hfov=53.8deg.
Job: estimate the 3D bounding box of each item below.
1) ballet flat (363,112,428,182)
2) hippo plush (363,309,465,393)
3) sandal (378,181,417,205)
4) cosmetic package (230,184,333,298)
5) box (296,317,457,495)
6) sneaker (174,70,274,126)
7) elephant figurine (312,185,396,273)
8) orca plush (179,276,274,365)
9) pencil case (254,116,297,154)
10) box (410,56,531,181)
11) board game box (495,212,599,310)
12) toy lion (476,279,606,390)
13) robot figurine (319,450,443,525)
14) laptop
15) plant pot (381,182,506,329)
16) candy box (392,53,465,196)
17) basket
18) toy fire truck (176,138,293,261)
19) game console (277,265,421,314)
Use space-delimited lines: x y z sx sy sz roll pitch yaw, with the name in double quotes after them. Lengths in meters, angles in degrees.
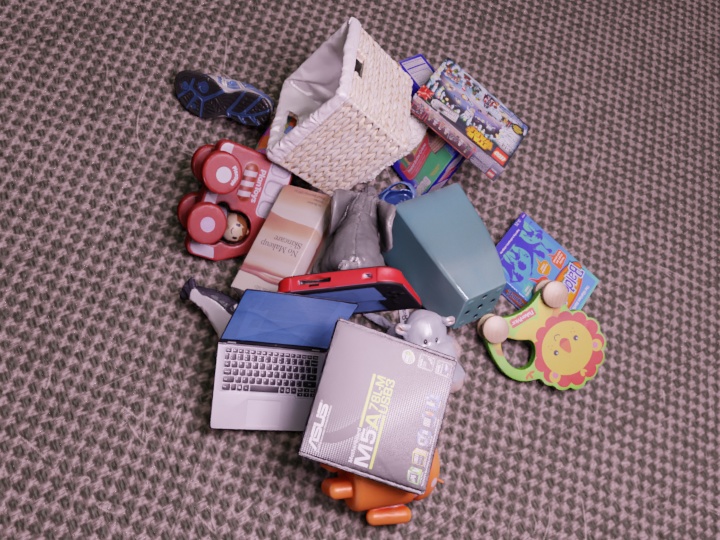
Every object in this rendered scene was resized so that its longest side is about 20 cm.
0.047 -0.223 1.283 0.071 0.200 0.073 30 37 -26 "ballet flat"
0.115 0.125 1.166 0.155 0.161 0.205 -7 68 -19 "hippo plush"
0.031 -0.107 1.289 0.198 0.087 0.080 -33 81 -25 "sandal"
-0.118 -0.028 1.173 0.101 0.088 0.204 15 68 22 "cosmetic package"
0.025 0.195 1.026 0.189 0.048 0.205 20 74 -7 "box"
-0.251 -0.318 1.316 0.195 0.077 0.077 21 23 4 "sneaker"
-0.004 -0.072 1.147 0.139 0.153 0.205 21 74 -37 "elephant figurine"
-0.207 0.090 1.155 0.197 0.071 0.107 31 106 4 "orca plush"
-0.136 -0.245 1.301 0.087 0.089 0.203 28 62 -3 "pencil case"
0.192 -0.267 1.243 0.199 0.040 0.138 39 54 -1 "box"
0.339 0.010 1.352 0.199 0.045 0.152 42 62 3 "board game box"
0.331 0.130 1.265 0.197 0.069 0.195 -28 92 -3 "toy lion"
0.037 0.299 1.089 0.195 0.118 0.146 -3 45 -18 "robot figurine"
-0.114 0.142 1.063 0.183 0.115 0.206 9 82 -28 "laptop"
0.153 -0.016 1.226 0.139 0.143 0.202 -20 59 -24 "plant pot"
0.110 -0.268 1.334 0.076 0.170 0.202 -26 74 -38 "candy box"
-0.033 -0.262 1.189 0.160 0.198 0.202 34 44 -31 "basket"
-0.208 -0.112 1.189 0.165 0.112 0.205 16 97 -27 "toy fire truck"
-0.016 0.041 1.087 0.195 0.177 0.032 -6 69 15 "game console"
